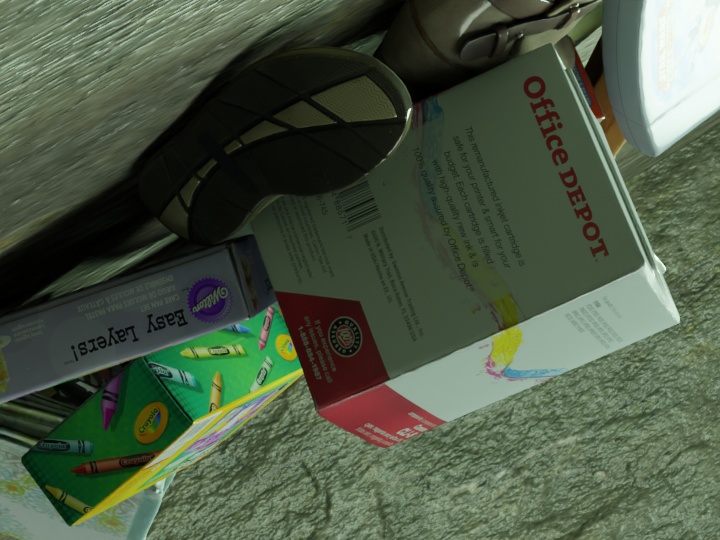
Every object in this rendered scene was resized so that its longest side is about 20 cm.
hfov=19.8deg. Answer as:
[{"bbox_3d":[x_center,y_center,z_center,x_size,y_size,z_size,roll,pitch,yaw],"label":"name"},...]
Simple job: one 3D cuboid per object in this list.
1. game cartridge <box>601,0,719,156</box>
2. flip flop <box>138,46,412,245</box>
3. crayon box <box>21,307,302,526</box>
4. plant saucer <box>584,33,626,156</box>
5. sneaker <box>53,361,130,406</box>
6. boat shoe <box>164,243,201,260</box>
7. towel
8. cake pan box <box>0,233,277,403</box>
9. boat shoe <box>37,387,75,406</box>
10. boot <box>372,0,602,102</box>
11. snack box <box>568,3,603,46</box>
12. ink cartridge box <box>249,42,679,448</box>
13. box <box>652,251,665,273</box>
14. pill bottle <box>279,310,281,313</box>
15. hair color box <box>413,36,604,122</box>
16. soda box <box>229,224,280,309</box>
[{"bbox_3d":[0.208,-0.168,1.292,0.133,0.042,0.200,-40,145,-24],"label":"game cartridge"},{"bbox_3d":[-0.046,-0.071,1.105,0.200,0.081,0.058,-29,-166,49],"label":"flip flop"},{"bbox_3d":[-0.123,0.092,1.376,0.119,0.058,0.200,-40,173,22],"label":"crayon box"},{"bbox_3d":[0.193,-0.160,1.444,0.200,0.037,0.200,-63,-178,3],"label":"plant saucer"},{"bbox_3d":[-0.181,0.044,1.454,0.086,0.080,0.200,-60,176,-15],"label":"sneaker"},{"bbox_3d":[-0.049,-0.011,1.497,0.200,0.072,0.068,-29,132,-10],"label":"boat shoe"},{"bbox_3d":[-0.232,0.155,1.541,0.200,0.171,0.048,118,-9,-58],"label":"towel"},{"bbox_3d":[-0.144,0.028,1.250,0.184,0.052,0.200,-17,-178,4],"label":"cake pan box"},{"bbox_3d":[-0.197,0.077,1.591,0.202,0.075,0.075,-21,176,12],"label":"boat shoe"},{"bbox_3d":[0.099,-0.146,1.181,0.200,0.070,0.146,-17,167,-46],"label":"boot"},{"bbox_3d":[0.129,-0.172,1.353,0.116,0.037,0.200,-26,172,-41],"label":"snack box"},{"bbox_3d":[0.061,-0.009,1.185,0.200,0.145,0.145,-23,160,11],"label":"ink cartridge box"},{"bbox_3d":[0.126,-0.047,1.443,0.068,0.082,0.200,-43,-145,4],"label":"box"},{"bbox_3d":[0.002,-0.023,1.584,0.200,0.113,0.113,-33,175,0],"label":"pill bottle"},{"bbox_3d":[0.040,-0.080,1.314,0.200,0.064,0.111,-17,167,-22],"label":"hair color box"},{"bbox_3d":[0.000,0.000,1.364,0.064,0.200,0.068,-32,132,-44],"label":"soda box"}]
